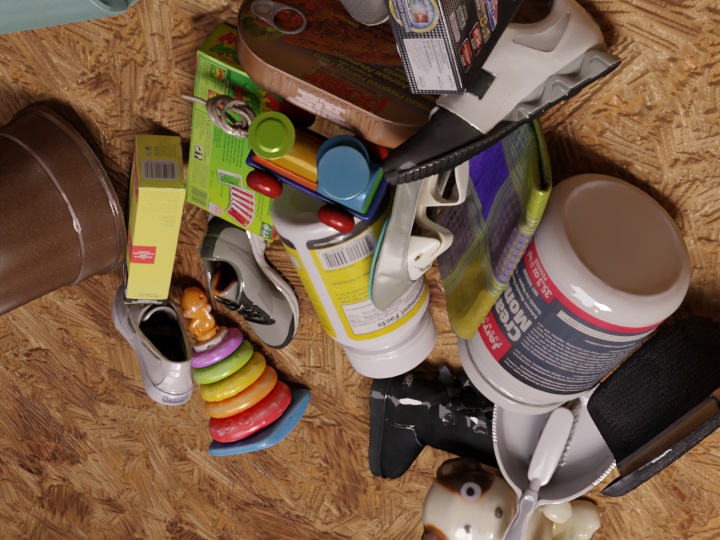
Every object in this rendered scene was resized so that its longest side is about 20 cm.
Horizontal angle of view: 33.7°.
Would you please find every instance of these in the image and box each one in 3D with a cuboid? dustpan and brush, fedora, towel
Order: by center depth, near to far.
[{"bbox_3d":[0.106,-0.050,0.999,0.023,0.145,0.201,6,141,-16],"label":"towel"},{"bbox_3d":[0.269,0.107,1.039,0.092,0.200,0.201,53,143,13],"label":"fedora"},{"bbox_3d":[0.178,0.199,1.177,0.138,0.057,0.202,22,97,11],"label":"dustpan and brush"}]

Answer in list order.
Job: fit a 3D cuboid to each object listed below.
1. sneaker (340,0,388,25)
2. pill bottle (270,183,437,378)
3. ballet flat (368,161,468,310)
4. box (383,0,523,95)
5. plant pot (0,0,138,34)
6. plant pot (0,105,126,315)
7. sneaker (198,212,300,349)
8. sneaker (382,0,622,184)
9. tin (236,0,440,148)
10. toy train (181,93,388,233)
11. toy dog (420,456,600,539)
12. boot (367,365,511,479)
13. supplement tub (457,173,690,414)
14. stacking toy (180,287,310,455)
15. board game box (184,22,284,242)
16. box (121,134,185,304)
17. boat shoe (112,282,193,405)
[{"bbox_3d":[-0.023,-0.265,0.896,0.076,0.082,0.201,6,135,28],"label":"sneaker"},{"bbox_3d":[0.000,0.000,1.138,0.113,0.115,0.201,2,133,31],"label":"pill bottle"},{"bbox_3d":[0.055,-0.051,1.028,0.063,0.067,0.202,20,109,23],"label":"ballet flat"},{"bbox_3d":[0.058,-0.246,0.801,0.044,0.161,0.201,6,134,30],"label":"box"},{"bbox_3d":[-0.287,-0.281,0.982,0.194,0.201,0.201,3,134,21],"label":"plant pot"},{"bbox_3d":[-0.382,-0.040,1.239,0.199,0.198,0.202,27,135,31],"label":"plant pot"},{"bbox_3d":[-0.125,0.019,1.267,0.073,0.080,0.201,6,140,27],"label":"sneaker"},{"bbox_3d":[0.091,-0.140,0.900,0.089,0.199,0.074,58,175,1],"label":"sneaker"},{"bbox_3d":[-0.009,-0.167,0.966,0.199,0.112,0.042,27,140,7],"label":"tin"},{"bbox_3d":[-0.074,-0.107,0.984,0.198,0.085,0.116,26,180,4],"label":"toy train"},{"bbox_3d":[0.144,0.272,1.276,0.193,0.141,0.200,14,163,39],"label":"toy dog"},{"bbox_3d":[0.093,0.182,1.310,0.161,0.074,0.199,13,140,13],"label":"boot"},{"bbox_3d":[0.177,0.026,1.026,0.140,0.141,0.200,32,141,0],"label":"supplement tub"},{"bbox_3d":[-0.158,0.108,1.382,0.109,0.116,0.201,-13,113,38],"label":"stacking toy"},{"bbox_3d":[-0.107,-0.126,1.128,0.101,0.048,0.201,25,141,8],"label":"board game box"},{"bbox_3d":[-0.220,-0.049,1.254,0.050,0.076,0.201,1,145,-16],"label":"box"},{"bbox_3d":[-0.226,0.063,1.338,0.200,0.073,0.066,52,136,43],"label":"boat shoe"}]
